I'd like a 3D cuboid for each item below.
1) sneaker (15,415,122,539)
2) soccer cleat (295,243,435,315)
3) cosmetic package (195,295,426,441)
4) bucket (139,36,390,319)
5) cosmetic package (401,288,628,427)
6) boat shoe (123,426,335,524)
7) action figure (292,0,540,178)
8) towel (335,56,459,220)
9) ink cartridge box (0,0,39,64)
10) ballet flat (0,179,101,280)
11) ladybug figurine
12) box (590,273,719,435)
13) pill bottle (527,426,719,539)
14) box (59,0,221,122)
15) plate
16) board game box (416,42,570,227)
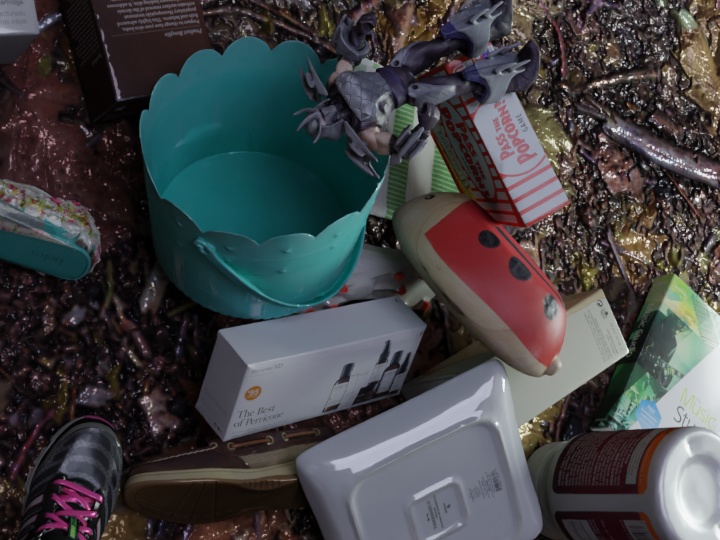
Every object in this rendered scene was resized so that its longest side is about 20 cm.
[{"bbox_3d":[-0.225,0.205,0.885,0.073,0.087,0.202,31,66,-23],"label":"sneaker"},{"bbox_3d":[0.000,0.000,1.076,0.198,0.070,0.078,-3,41,-42],"label":"soccer cleat"},{"bbox_3d":[-0.038,0.081,1.004,0.198,0.051,0.083,-10,130,-41],"label":"cosmetic package"},{"bbox_3d":[-0.080,-0.069,0.956,0.204,0.135,0.209,5,57,-7],"label":"bucket"},{"bbox_3d":[0.149,0.095,1.126,0.199,0.103,0.074,-26,94,-33],"label":"cosmetic package"},{"bbox_3d":[-0.104,0.160,0.990,0.198,0.072,0.073,-2,52,-24],"label":"boat shoe"},{"bbox_3d":[0.037,-0.148,0.905,0.198,0.069,0.131,-25,74,-15],"label":"action figure"},{"bbox_3d":[0.054,-0.120,1.154,0.198,0.023,0.155,13,75,-29],"label":"towel"},{"bbox_3d":[-0.342,-0.262,0.901,0.145,0.084,0.203,-11,87,-32],"label":"ink cartridge box"},{"bbox_3d":[-0.293,-0.050,0.913,0.199,0.076,0.064,25,38,-30],"label":"ballet flat"},{"bbox_3d":[0.111,0.006,1.028,0.200,0.072,0.136,48,15,9],"label":"ladybug figurine"},{"bbox_3d":[0.341,0.126,1.278,0.144,0.036,0.201,39,63,-20],"label":"box"},{"bbox_3d":[0.248,0.207,1.108,0.113,0.199,0.116,6,79,-30],"label":"pill bottle"},{"bbox_3d":[-0.196,-0.235,0.994,0.099,0.075,0.203,-14,87,-33],"label":"box"},{"bbox_3d":[0.062,0.200,1.013,0.198,0.032,0.201,-24,119,-12],"label":"plate"},{"bbox_3d":[0.109,-0.119,1.059,0.046,0.200,0.153,-28,96,-5],"label":"board game box"}]
